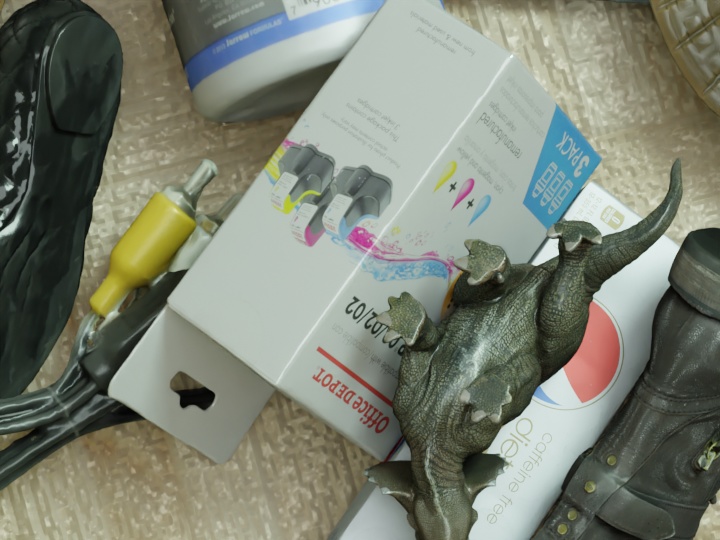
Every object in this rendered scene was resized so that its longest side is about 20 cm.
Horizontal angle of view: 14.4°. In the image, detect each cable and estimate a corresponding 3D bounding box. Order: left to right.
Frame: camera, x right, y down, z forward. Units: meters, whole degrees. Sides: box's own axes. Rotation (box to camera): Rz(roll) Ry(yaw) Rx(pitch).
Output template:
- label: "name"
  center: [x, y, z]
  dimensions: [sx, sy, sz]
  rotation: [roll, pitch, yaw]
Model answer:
- label: "cable"
  center: [-0.114, 0.046, 1.198]
  dimensions: [0.200, 0.050, 0.097]
  rotation: [-37, 123, -6]

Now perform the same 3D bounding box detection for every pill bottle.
- label: "pill bottle"
  center: [-0.045, -0.173, 1.201]
  dimensions: [0.113, 0.114, 0.201]
  rotation: [-17, 85, -9]

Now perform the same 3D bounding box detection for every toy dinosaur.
- label: "toy dinosaur"
  center: [0.055, 0.029, 1.139]
  dimensions: [0.077, 0.102, 0.200]
  rotation: [28, 71, 12]

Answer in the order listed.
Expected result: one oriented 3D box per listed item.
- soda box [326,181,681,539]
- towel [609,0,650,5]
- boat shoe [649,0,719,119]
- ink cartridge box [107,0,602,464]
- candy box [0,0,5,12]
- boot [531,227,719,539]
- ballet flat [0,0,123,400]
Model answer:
- label: "soda box"
  center: [0.063, 0.064, 1.207]
  dimensions: [0.068, 0.064, 0.200]
  rotation: [36, 81, -1]
- label: "towel"
  center: [0.112, -0.214, 1.265]
  dimensions: [0.192, 0.035, 0.201]
  rotation: [0, 83, -7]
- label: "boat shoe"
  center: [0.184, -0.084, 1.235]
  dimensions: [0.071, 0.065, 0.200]
  rotation: [-31, 96, 12]
- label: "ink cartridge box"
  center: [0.000, 0.000, 1.152]
  dimensions: [0.068, 0.115, 0.200]
  rotation: [35, 88, 30]
- label: "candy box"
  center: [-0.241, -0.160, 1.205]
  dimensions: [0.199, 0.055, 0.116]
  rotation: [18, 82, -3]
- label: "boot"
  center: [0.145, 0.072, 1.198]
  dimensions: [0.069, 0.200, 0.175]
  rotation: [37, 107, 35]
- label: "ballet flat"
  center: [-0.150, -0.019, 1.209]
  dimensions: [0.066, 0.057, 0.201]
  rotation: [23, 84, -32]
